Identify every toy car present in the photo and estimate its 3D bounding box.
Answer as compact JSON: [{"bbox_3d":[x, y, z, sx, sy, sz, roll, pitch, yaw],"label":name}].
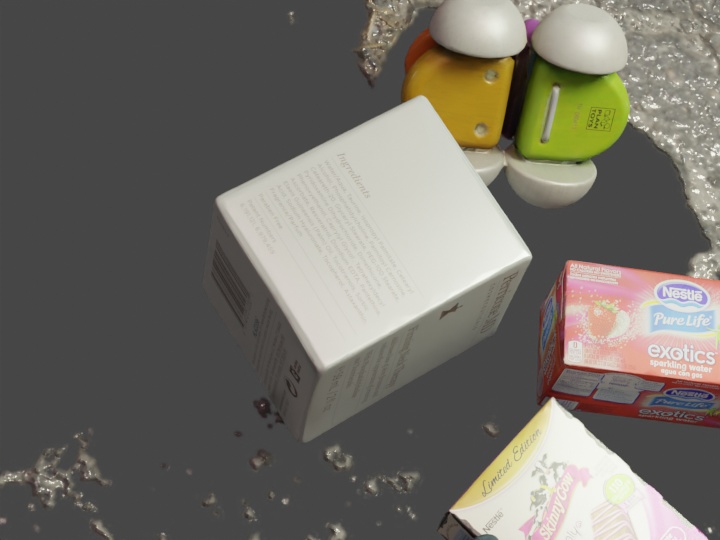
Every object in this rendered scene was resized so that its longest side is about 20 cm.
[{"bbox_3d":[0.132,-0.161,1.553,0.197,0.177,0.150,7,29,-5],"label":"toy car"}]

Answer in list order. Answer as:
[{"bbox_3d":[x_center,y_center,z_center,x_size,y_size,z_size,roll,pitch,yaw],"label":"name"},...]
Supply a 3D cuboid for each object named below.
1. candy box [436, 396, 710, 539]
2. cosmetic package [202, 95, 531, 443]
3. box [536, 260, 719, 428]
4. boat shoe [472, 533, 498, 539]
[{"bbox_3d":[0.179,0.220,1.427,0.200,0.061,0.136,41,67,10],"label":"candy box"},{"bbox_3d":[0.000,0.000,1.437,0.199,0.168,0.167,-28,72,-18],"label":"cosmetic package"},{"bbox_3d":[0.252,0.065,1.486,0.197,0.100,0.097,7,65,-5],"label":"box"},{"bbox_3d":[0.120,0.299,1.366,0.061,0.075,0.202,-26,86,-29],"label":"boat shoe"}]
